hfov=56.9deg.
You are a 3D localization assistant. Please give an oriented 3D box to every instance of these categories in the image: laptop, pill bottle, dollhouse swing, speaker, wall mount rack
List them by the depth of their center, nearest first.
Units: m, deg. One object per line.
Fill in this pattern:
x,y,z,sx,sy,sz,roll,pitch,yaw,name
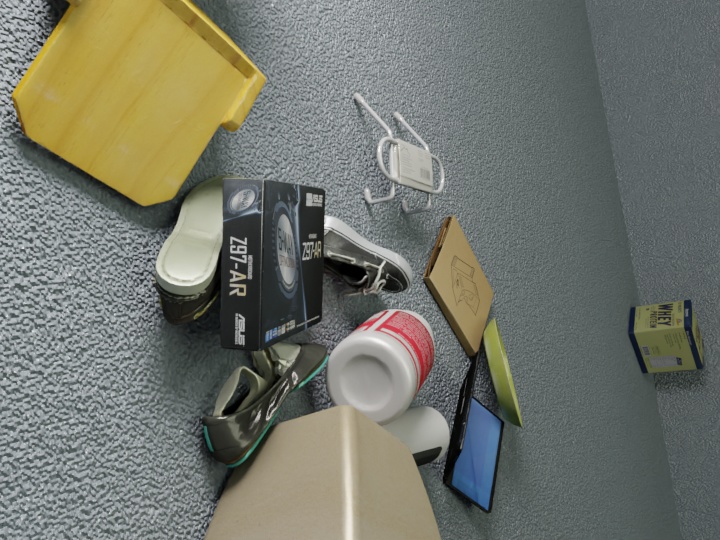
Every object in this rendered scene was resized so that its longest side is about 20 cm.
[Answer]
-0.229,-0.200,0.649,0.199,0.176,0.182,34,12,-46,dollhouse swing
0.036,0.115,0.866,0.200,0.111,0.114,-28,105,-70,pill bottle
0.040,0.228,0.886,0.199,0.080,0.083,10,72,-56,speaker
0.056,-0.184,1.041,0.199,0.074,0.177,6,79,-55,wall mount rack
0.201,0.267,1.088,0.201,0.102,0.179,99,8,-51,laptop

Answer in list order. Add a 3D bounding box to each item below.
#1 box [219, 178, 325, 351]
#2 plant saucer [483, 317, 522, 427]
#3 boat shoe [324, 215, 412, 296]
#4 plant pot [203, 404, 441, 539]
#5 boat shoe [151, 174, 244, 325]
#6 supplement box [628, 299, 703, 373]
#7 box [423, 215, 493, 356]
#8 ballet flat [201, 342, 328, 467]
-0.088,-0.012,0.713,0.200,0.043,0.163,-13,106,-76,box
0.258,0.189,1.219,0.200,0.031,0.203,-16,91,-78,plant saucer
0.002,-0.001,0.898,0.199,0.073,0.069,36,48,-46,boat shoe
-0.032,0.258,0.685,0.200,0.198,0.179,43,37,-41,plant pot
-0.158,-0.029,0.684,0.202,0.071,0.061,-73,179,-52,boat shoe
1.053,0.231,2.290,0.201,0.197,0.135,59,38,-27,supplement box
0.183,0.028,1.208,0.201,0.021,0.165,57,40,-31,box
-0.100,0.121,0.723,0.069,0.067,0.200,58,37,-14,ballet flat
